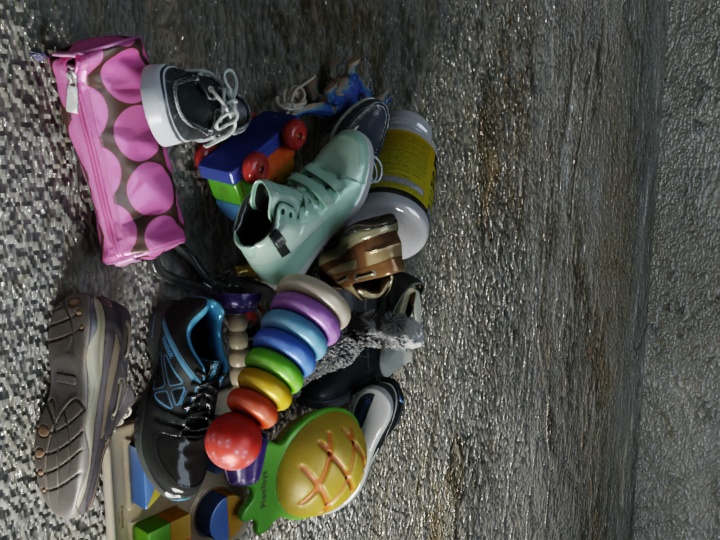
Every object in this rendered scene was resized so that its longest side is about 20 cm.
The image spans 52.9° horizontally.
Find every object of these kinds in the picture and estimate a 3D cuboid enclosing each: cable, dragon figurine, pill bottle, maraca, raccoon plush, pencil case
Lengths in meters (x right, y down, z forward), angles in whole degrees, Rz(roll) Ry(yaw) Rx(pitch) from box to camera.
[{"bbox_3d":[-0.163,0.018,0.805,0.199,0.050,0.098,19,97,-43],"label":"cable"},{"bbox_3d":[-0.025,-0.207,0.930,0.200,0.058,0.100,-54,136,-37],"label":"dragon figurine"},{"bbox_3d":[0.046,-0.121,0.976,0.113,0.111,0.201,59,32,-42],"label":"pill bottle"},{"bbox_3d":[-0.067,0.238,0.870,0.199,0.106,0.139,-11,106,-47],"label":"maraca"},{"bbox_3d":[-0.031,0.109,0.856,0.135,0.198,0.097,92,15,-51],"label":"raccoon plush"},{"bbox_3d":[-0.218,-0.102,0.646,0.094,0.090,0.202,-92,172,-70],"label":"pencil case"}]

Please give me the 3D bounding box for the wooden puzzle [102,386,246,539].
[{"bbox_3d":[-0.185,0.237,0.782,0.199,0.046,0.187,-14,106,-54],"label":"wooden puzzle"}]

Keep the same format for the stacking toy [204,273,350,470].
[{"bbox_3d":[-0.087,0.103,0.717,0.201,0.085,0.086,-61,140,-29],"label":"stacking toy"}]

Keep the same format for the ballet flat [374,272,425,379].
[{"bbox_3d":[0.048,0.096,1.078,0.068,0.068,0.202,37,66,-52],"label":"ballet flat"}]

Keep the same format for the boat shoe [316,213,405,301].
[{"bbox_3d":[0.000,0.000,0.837,0.075,0.200,0.074,-18,81,-16],"label":"boat shoe"}]

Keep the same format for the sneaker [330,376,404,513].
[{"bbox_3d":[0.004,0.241,1.004,0.201,0.073,0.112,-60,163,14],"label":"sneaker"}]

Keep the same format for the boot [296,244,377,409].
[{"bbox_3d":[-0.029,0.066,0.962,0.165,0.065,0.202,-17,112,-62],"label":"boot"}]

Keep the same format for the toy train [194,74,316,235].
[{"bbox_3d":[-0.093,-0.127,0.831,0.200,0.084,0.116,-50,143,-38],"label":"toy train"}]

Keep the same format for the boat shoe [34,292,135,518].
[{"bbox_3d":[-0.241,0.122,0.659,0.073,0.074,0.202,7,91,-55],"label":"boat shoe"}]

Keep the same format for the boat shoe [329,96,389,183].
[{"bbox_3d":[-0.016,-0.126,0.871,0.075,0.062,0.201,42,73,-25],"label":"boat shoe"}]

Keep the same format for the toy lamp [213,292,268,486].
[{"bbox_3d":[-0.127,0.124,0.768,0.058,0.058,0.202,0,90,-55],"label":"toy lamp"}]

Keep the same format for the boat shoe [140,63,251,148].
[{"bbox_3d":[-0.145,-0.152,0.678,0.199,0.067,0.074,-27,109,-85],"label":"boat shoe"}]

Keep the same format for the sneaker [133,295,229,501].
[{"bbox_3d":[-0.172,0.122,0.713,0.073,0.081,0.202,11,70,-49],"label":"sneaker"}]

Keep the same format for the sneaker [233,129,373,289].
[{"bbox_3d":[-0.056,-0.083,0.761,0.201,0.073,0.118,-59,157,-11],"label":"sneaker"}]
